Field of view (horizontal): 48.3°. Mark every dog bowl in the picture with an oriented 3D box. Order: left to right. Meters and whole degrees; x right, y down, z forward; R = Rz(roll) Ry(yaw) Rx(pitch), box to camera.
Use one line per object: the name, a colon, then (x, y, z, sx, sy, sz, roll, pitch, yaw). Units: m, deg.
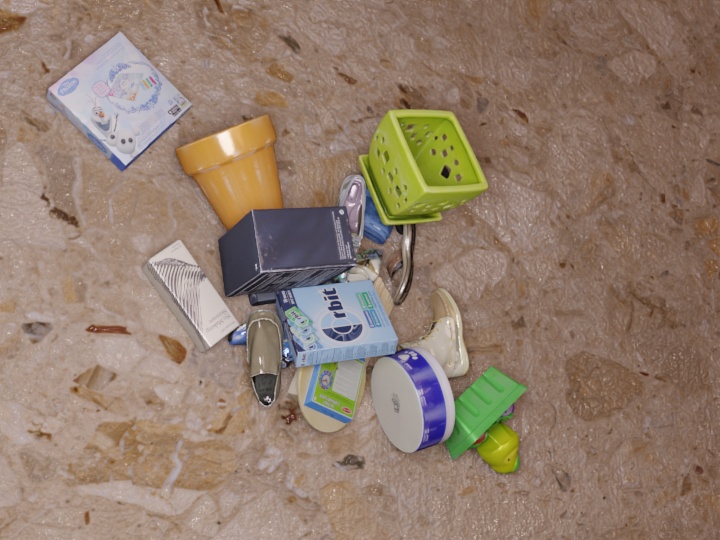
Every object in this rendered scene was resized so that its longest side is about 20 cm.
dog bowl: (0.103, 0.261, 1.627, 0.078, 0.200, 0.203, -12, 82, -27)

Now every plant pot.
plant pot: (-0.241, -0.187, 1.588, 0.199, 0.199, 0.186, -28, 105, -31)
plant pot: (0.118, -0.208, 1.707, 0.197, 0.181, 0.203, -8, 68, -39)

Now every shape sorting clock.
shape sorting clock: (-0.056, 0.216, 1.582, 0.199, 0.039, 0.204, 4, 85, -53)

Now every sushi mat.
sushi mat: (0.018, 0.121, 1.703, 0.096, 0.012, 0.202, 56, 49, -43)

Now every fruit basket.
fruit basket: (0.286, 0.346, 1.745, 0.212, 0.156, 0.219, 8, 59, -13)

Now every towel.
towel: (0.042, -0.168, 1.807, 0.111, 0.048, 0.203, 28, 64, -20)

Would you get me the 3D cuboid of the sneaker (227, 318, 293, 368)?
sneaker: (-0.165, 0.145, 1.587, 0.197, 0.078, 0.091, 6, 70, -27)

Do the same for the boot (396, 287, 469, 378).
boot: (0.148, 0.145, 1.763, 0.152, 0.072, 0.203, -8, 80, -27)

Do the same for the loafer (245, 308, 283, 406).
loafer: (-0.177, 0.170, 1.522, 0.074, 0.070, 0.203, -7, 113, -7)

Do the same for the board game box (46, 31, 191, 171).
board game box: (-0.470, -0.333, 1.579, 0.199, 0.043, 0.201, 45, 60, -10)

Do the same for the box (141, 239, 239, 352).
box: (-0.324, 0.050, 1.533, 0.082, 0.068, 0.201, -39, 95, -31)

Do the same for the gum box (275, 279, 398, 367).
gum box: (-0.048, 0.098, 1.544, 0.197, 0.045, 0.171, -6, 43, -19)

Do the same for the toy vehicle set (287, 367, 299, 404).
toy vehicle set: (-0.068, 0.189, 1.620, 0.125, 0.026, 0.202, 52, 53, -45)

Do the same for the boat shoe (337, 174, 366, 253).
boat shoe: (-0.026, -0.103, 1.709, 0.073, 0.065, 0.205, 13, 95, -6)

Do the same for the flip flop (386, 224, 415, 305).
flip flop: (0.087, -0.022, 1.779, 0.057, 0.081, 0.204, 3, 81, 9)

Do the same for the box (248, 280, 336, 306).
box: (-0.146, -0.020, 1.660, 0.197, 0.051, 0.160, -8, 80, -31)

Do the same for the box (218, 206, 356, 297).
box: (-0.143, -0.036, 1.519, 0.196, 0.199, 0.125, -6, 78, -30)

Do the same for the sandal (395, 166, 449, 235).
sandal: (0.135, -0.169, 1.853, 0.201, 0.045, 0.075, -51, 133, -17)

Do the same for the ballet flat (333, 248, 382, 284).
ballet flat: (0.000, 0.000, 1.686, 0.199, 0.074, 0.075, -12, 81, -54)
